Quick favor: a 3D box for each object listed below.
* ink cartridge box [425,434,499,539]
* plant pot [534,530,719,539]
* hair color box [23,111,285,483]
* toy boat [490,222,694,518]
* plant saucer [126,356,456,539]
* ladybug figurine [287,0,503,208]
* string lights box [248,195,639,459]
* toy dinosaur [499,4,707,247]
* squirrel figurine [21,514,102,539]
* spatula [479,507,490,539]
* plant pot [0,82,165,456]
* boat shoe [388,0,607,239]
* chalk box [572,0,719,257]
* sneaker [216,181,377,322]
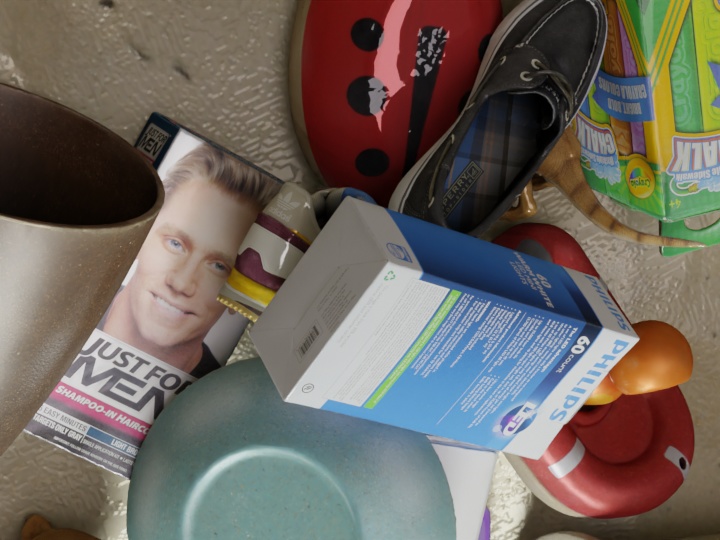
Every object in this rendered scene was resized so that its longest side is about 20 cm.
[{"bbox_3d":[0.008,0.177,1.297,0.083,0.147,0.201,10,99,-14],"label":"ink cartridge box"},{"bbox_3d":[0.223,0.252,1.389,0.183,0.200,0.201,-10,107,-29],"label":"plant pot"},{"bbox_3d":[-0.123,0.018,1.256,0.100,0.061,0.200,28,92,-25],"label":"hair color box"},{"bbox_3d":[0.151,0.063,1.318,0.200,0.131,0.131,54,51,-24],"label":"toy boat"},{"bbox_3d":[-0.046,0.150,1.205,0.200,0.039,0.202,2,97,15],"label":"plant saucer"},{"bbox_3d":[0.027,-0.125,1.269,0.135,0.072,0.201,1,103,-21],"label":"ladybug figurine"},{"bbox_3d":[0.049,0.037,1.175,0.200,0.059,0.103,17,120,-40],"label":"string lights box"},{"bbox_3d":[0.118,-0.067,1.287,0.060,0.106,0.200,-13,66,-32],"label":"toy dinosaur"},{"bbox_3d":[-0.222,0.227,1.233,0.200,0.141,0.187,33,84,-27],"label":"squirrel figurine"},{"bbox_3d":[0.072,0.251,1.410,0.056,0.021,0.201,-16,109,-18],"label":"spatula"},{"bbox_3d":[-0.227,0.019,1.165,0.186,0.187,0.200,12,113,-23],"label":"plant pot"},{"bbox_3d":[0.090,-0.090,1.217,0.070,0.066,0.200,46,70,-16],"label":"boat shoe"},{"bbox_3d":[0.209,-0.106,1.315,0.124,0.124,0.201,-15,108,-16],"label":"chalk box"},{"bbox_3d":[0.000,0.000,1.249,0.200,0.075,0.090,10,108,-61],"label":"sneaker"}]
